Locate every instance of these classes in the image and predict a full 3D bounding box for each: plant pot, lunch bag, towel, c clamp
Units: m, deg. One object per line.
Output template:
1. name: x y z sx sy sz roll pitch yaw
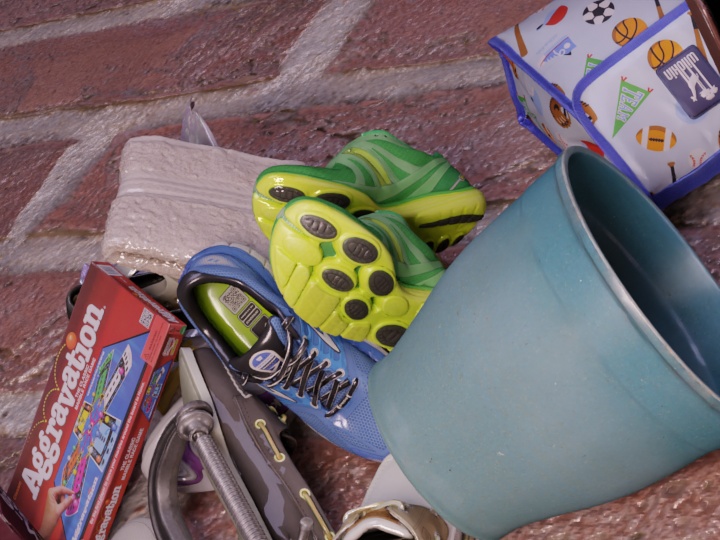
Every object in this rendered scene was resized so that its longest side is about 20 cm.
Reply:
1. plant pot: 0.115 0.060 1.157 0.188 0.200 0.200 -38 28 21
2. lunch bag: 0.218 -0.142 1.403 0.170 0.124 0.200 -35 45 -4
3. towel: -0.081 -0.035 1.378 0.200 0.034 0.133 11 38 -5
4. c clamp: -0.086 0.159 1.222 0.027 0.171 0.200 -6 38 -30

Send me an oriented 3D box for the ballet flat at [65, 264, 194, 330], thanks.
1. ballet flat: -0.127 0.013 1.405 0.200 0.068 0.068 -19 41 11

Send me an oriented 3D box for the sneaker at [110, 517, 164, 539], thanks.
1. sneaker: -0.178 0.229 1.258 0.076 0.092 0.200 -12 36 28

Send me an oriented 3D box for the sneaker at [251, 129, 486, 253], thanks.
1. sneaker: -0.003 -0.053 1.346 0.074 0.200 0.084 -54 53 32

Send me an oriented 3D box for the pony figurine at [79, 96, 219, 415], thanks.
1. pony figurine: -0.121 -0.011 1.515 0.200 0.167 0.193 -34 63 -9

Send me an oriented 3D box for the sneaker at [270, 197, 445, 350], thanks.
1. sneaker: 0.000 0.000 1.251 0.074 0.200 0.084 -40 52 13

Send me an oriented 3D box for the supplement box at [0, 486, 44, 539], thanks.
1. supplement box: -0.309 0.245 1.336 0.200 0.109 0.061 -33 31 -2

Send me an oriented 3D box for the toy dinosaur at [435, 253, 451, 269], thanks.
1. toy dinosaur: 0.059 0.016 1.399 0.101 0.058 0.200 -26 35 -19

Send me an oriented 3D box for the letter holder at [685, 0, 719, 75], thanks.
1. letter holder: 0.292 -0.114 1.215 0.101 0.200 0.142 -26 32 10

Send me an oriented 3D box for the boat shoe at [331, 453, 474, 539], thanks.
1. boat shoe: 0.022 0.173 1.180 0.075 0.068 0.200 -21 33 18

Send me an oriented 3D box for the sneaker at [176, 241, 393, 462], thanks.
1. sneaker: -0.047 0.063 1.275 0.079 0.200 0.089 -54 -5 17

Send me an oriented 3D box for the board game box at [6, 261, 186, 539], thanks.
1. board game box: -0.193 0.105 1.376 0.103 0.019 0.200 35 110 41

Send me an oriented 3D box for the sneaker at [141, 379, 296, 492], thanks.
1. sneaker: -0.081 0.091 1.403 0.200 0.075 0.100 -39 17 -18

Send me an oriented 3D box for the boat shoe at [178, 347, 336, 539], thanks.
1. boat shoe: -0.070 0.129 1.285 0.061 0.072 0.201 -16 54 -15
